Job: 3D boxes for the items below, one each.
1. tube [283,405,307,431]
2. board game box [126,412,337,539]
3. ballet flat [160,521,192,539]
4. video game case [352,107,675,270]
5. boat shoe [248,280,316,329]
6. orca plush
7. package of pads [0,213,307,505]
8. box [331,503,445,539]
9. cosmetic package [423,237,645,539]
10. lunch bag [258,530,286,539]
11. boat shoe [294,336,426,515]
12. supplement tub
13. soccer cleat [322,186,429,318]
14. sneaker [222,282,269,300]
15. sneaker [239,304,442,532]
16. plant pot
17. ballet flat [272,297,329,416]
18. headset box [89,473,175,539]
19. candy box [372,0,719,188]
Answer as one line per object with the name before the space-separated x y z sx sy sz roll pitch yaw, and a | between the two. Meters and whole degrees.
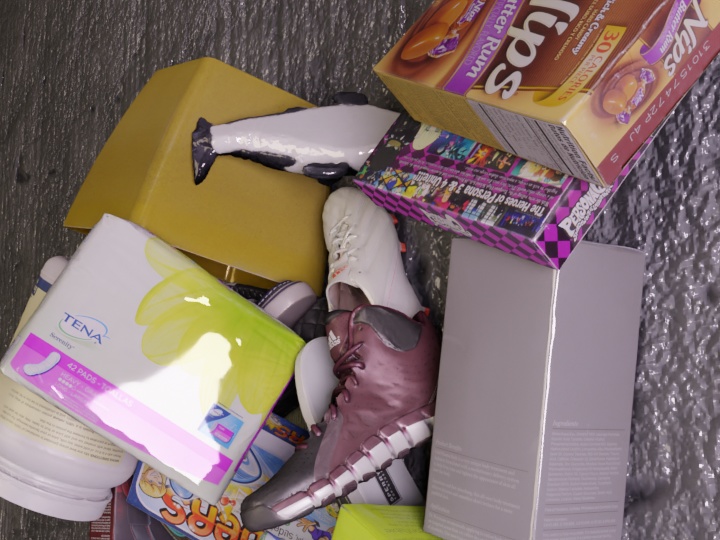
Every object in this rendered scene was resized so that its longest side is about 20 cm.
tube | -0.055 0.158 0.917 0.058 0.052 0.200 51 131 0
board game box | -0.097 0.187 0.873 0.199 0.034 0.136 25 111 12
ballet flat | -0.140 0.240 0.952 0.200 0.071 0.071 53 134 7
video game case | 0.105 -0.102 0.650 0.182 0.036 0.200 -53 34 -9
boat shoe | -0.121 0.050 0.934 0.093 0.074 0.200 53 129 16
orca plush | -0.042 -0.090 0.857 0.071 0.199 0.106 78 -178 -45
package of pads | -0.158 0.066 0.797 0.155 0.199 0.068 -59 7 -15
box | 0.079 0.211 0.629 0.200 0.121 0.048 28 104 55
cosmetic package | 0.109 0.079 0.643 0.107 0.090 0.201 6 87 56
lunch bag | 0.001 0.265 0.686 0.076 0.200 0.160 -52 35 -10
boat shoe | -0.006 0.151 0.781 0.064 0.070 0.201 -38 73 50
supplement tub | -0.247 0.103 0.896 0.145 0.145 0.201 19 86 56
soccer cleat | 0.000 0.000 0.828 0.069 0.077 0.201 -56 41 34
sneaker | -0.141 0.040 1.046 0.199 0.088 0.075 -5 106 33
sneaker | -0.017 0.093 0.716 0.116 0.199 0.076 60 156 6
plant pot | -0.140 -0.092 0.971 0.200 0.199 0.178 6 78 57
ballet flat | -0.081 0.097 0.904 0.200 0.066 0.057 -36 64 24
headset box | -0.190 0.229 1.012 0.075 0.148 0.201 -20 67 55
candy box | 0.105 -0.130 0.596 0.117 0.056 0.200 -49 35 -6
